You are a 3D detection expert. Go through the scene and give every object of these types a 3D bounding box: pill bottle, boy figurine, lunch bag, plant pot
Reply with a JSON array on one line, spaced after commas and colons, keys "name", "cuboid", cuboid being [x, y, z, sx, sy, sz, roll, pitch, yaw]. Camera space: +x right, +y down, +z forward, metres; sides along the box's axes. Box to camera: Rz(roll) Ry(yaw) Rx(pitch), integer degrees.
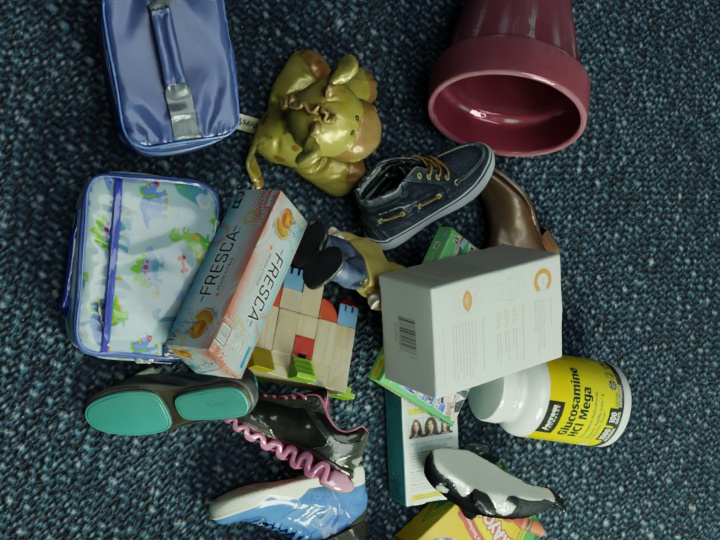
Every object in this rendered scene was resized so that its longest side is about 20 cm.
[{"name": "pill bottle", "cuboid": [0.243, 0.163, 1.340, 0.197, 0.112, 0.114, 11, 87, -26]}, {"name": "boy figurine", "cuboid": [0.000, 0.000, 1.208, 0.064, 0.125, 0.199, -43, 150, 15]}, {"name": "lunch bag", "cuboid": [-0.238, -0.002, 1.117, 0.158, 0.082, 0.204, 7, 87, -23]}, {"name": "plant pot", "cuboid": [0.187, -0.266, 1.269, 0.198, 0.199, 0.182, 19, 68, -25]}, {"name": "lunch bag", "cuboid": [-0.203, -0.225, 1.091, 0.134, 0.132, 0.203, -12, 97, -17]}]

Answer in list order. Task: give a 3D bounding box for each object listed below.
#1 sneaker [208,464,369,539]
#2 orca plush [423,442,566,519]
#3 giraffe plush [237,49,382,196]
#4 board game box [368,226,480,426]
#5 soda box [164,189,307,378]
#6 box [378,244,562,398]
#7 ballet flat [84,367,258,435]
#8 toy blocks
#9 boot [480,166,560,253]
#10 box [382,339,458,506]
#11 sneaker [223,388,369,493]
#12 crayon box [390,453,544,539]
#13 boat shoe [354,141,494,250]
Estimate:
[{"name": "sneaker", "cuboid": [-0.077, 0.300, 1.204, 0.197, 0.076, 0.113, -6, 85, -32]}, {"name": "orca plush", "cuboid": [0.155, 0.277, 1.287, 0.198, 0.106, 0.071, 11, 130, -34]}, {"name": "giraffe plush", "cuboid": [-0.042, -0.170, 1.162, 0.197, 0.162, 0.176, -6, 94, -26]}, {"name": "board game box", "cuboid": [0.104, 0.068, 1.245, 0.134, 0.029, 0.202, 34, 77, -33]}, {"name": "soda box", "cuboid": [-0.130, 0.012, 1.098, 0.064, 0.068, 0.202, 51, 52, -44]}, {"name": "box", "cuboid": [0.129, 0.053, 1.180, 0.198, 0.097, 0.127, -13, 106, -34]}, {"name": "ballet flat", "cuboid": [-0.202, 0.137, 1.129, 0.197, 0.073, 0.074, -8, 96, 13]}, {"name": "toy blocks", "cuboid": [-0.082, 0.060, 1.197, 0.197, 0.100, 0.139, 17, 72, -23]}, {"name": "boot", "cuboid": [0.148, -0.012, 1.321, 0.200, 0.064, 0.187, -46, 107, -13]}, {"name": "box", "cuboid": [0.076, 0.185, 1.292, 0.081, 0.049, 0.204, -4, 93, -27]}, {"name": "sneaker", "cuboid": [-0.077, 0.168, 1.174, 0.198, 0.079, 0.096, 30, 85, 4]}, {"name": "crayon box", "cuboid": [0.132, 0.350, 1.324, 0.199, 0.051, 0.128, -39, 107, -20]}, {"name": "boat shoe", "cuboid": [0.082, -0.112, 1.250, 0.199, 0.071, 0.091, -38, 143, -14]}]
